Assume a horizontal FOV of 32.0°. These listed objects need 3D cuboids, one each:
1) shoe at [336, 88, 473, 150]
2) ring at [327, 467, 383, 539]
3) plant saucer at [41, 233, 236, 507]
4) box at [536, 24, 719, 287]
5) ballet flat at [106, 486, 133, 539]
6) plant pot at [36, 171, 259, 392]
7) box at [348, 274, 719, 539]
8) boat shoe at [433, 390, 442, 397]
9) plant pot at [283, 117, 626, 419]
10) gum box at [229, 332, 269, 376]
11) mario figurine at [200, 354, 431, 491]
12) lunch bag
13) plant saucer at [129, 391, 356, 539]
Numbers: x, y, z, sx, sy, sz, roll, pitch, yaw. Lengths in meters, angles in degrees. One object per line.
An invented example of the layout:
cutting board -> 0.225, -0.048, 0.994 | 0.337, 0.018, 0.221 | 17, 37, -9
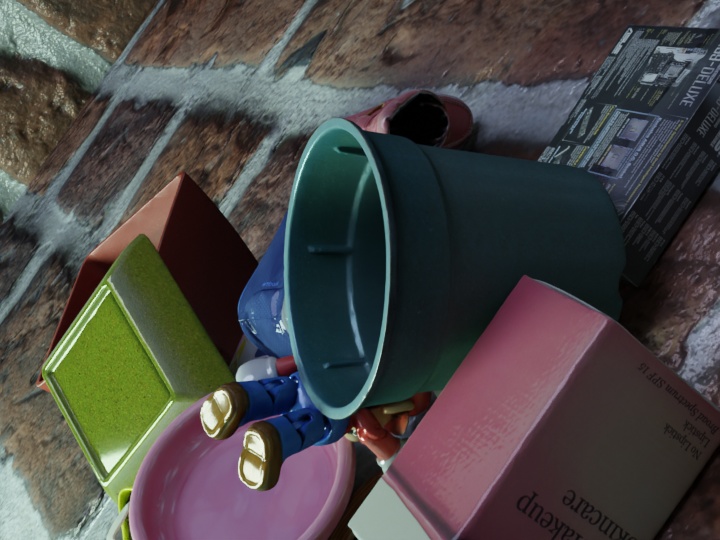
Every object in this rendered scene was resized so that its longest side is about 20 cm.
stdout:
shoe -> 0.061, -0.133, 1.183 | 0.198, 0.073, 0.090 | -16, 6, -44
ring -> 0.024, 0.224, 0.936 | 0.200, 0.019, 0.202 | -40, 28, 25
plant saucer -> -0.222, 0.104, 1.180 | 0.200, 0.048, 0.201 | -49, 63, 29
box -> 0.213, -0.097, 0.979 | 0.201, 0.050, 0.157 | -56, 25, -4
ballet flat -> -0.184, 0.253, 1.052 | 0.067, 0.067, 0.201 | -47, 26, 18
plant pot -> -0.201, 0.055, 1.359 | 0.199, 0.176, 0.202 | -35, 30, 35
box -> 0.110, 0.127, 0.779 | 0.201, 0.127, 0.109 | -55, 26, -2
boat shoe -> 0.091, 0.014, 1.024 | 0.071, 0.070, 0.203 | -20, 45, 31
plant pot -> 0.068, -0.002, 0.885 | 0.200, 0.193, 0.204 | 180, 90, -68
gum box -> -0.085, 0.124, 1.194 | 0.113, 0.066, 0.202 | -16, 45, 52
mario figurine -> -0.026, 0.117, 0.964 | 0.105, 0.198, 0.125 | -20, 83, 47
lunch bag -> 0.000, 0.000, 1.125 | 0.132, 0.135, 0.202 | -14, 44, 53
plant saucer -> -0.093, 0.183, 1.039 | 0.198, 0.051, 0.202 | -14, 45, 14
